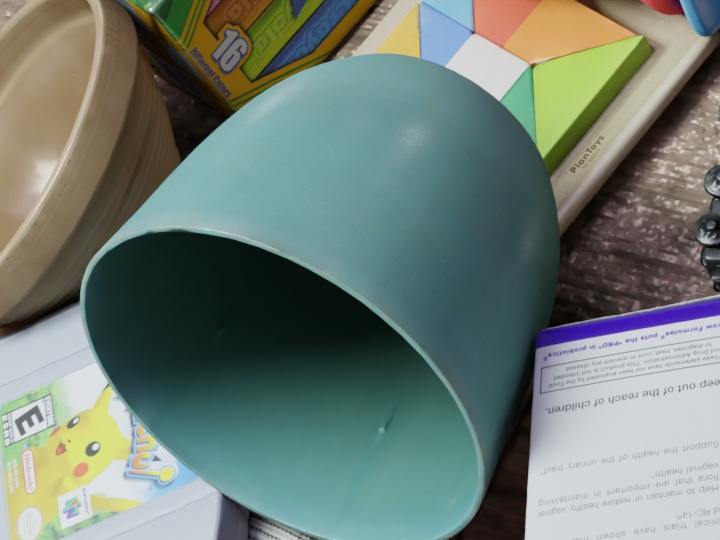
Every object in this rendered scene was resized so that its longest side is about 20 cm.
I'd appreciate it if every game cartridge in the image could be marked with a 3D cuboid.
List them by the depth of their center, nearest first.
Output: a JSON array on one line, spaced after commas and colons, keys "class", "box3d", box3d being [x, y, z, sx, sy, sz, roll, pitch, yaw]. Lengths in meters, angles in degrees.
[{"class": "game cartridge", "box3d": [-0.122, 0.092, 1.150, 0.132, 0.041, 0.201, -22, 49, 8]}]

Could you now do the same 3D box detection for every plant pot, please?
[{"class": "plant pot", "box3d": [0.000, 0.000, 1.051, 0.199, 0.201, 0.161, 6, 47, 34]}, {"class": "plant pot", "box3d": [-0.162, -0.046, 1.254, 0.200, 0.092, 0.202, -37, 38, 36]}]

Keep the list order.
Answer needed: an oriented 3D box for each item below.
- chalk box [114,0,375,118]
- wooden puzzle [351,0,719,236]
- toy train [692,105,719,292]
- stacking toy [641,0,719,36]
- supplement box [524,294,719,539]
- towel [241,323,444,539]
[{"class": "chalk box", "box3d": [-0.056, -0.203, 1.297, 0.200, 0.124, 0.125, -50, 48, -8]}, {"class": "wooden puzzle", "box3d": [0.061, -0.092, 1.207, 0.185, 0.037, 0.200, -50, 48, -8]}, {"class": "toy train", "box3d": [0.197, -0.077, 1.118, 0.045, 0.034, 0.201, 5, 60, 20]}, {"class": "stacking toy", "box3d": [0.092, -0.181, 1.177, 0.198, 0.110, 0.117, -1, 55, 25]}, {"class": "supplement box", "box3d": [0.131, 0.126, 0.968, 0.103, 0.101, 0.201, -12, 53, 24]}, {"class": "towel", "box3d": [-0.056, 0.065, 1.171, 0.199, 0.035, 0.193, 22, 72, 40]}]
